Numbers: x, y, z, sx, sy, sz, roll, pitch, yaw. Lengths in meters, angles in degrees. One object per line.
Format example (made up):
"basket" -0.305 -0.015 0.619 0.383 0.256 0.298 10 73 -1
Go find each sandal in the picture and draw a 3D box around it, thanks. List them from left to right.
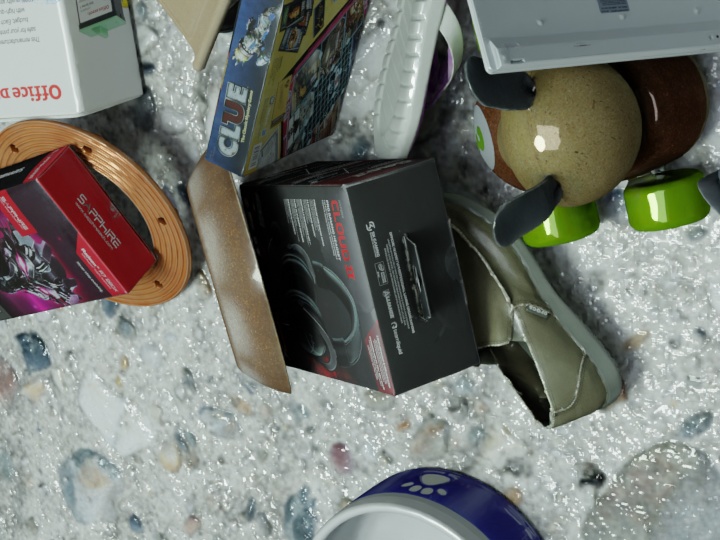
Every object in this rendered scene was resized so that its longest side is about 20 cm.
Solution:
"sandal" 0.052 -0.161 0.952 0.050 0.083 0.203 6 117 -14

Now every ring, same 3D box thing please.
"ring" -0.227 -0.049 1.154 0.200 0.019 0.201 19 139 18

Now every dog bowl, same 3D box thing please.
"dog bowl" 0.055 0.261 1.077 0.199 0.079 0.201 11 111 29

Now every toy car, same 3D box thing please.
"toy car" 0.115 -0.086 0.846 0.157 0.200 0.165 -8 101 34

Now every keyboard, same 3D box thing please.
"keyboard" 0.150 -0.151 0.808 0.011 0.199 0.057 -38 65 58

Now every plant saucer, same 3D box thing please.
"plant saucer" -0.095 0.001 1.028 0.037 0.200 0.201 -16 99 -6

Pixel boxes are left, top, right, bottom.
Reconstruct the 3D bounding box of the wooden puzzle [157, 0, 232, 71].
"wooden puzzle" -0.135 -0.260 0.938 0.200 0.037 0.185 58 155 7

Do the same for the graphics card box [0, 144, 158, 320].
"graphics card box" -0.280 -0.027 1.160 0.199 0.051 0.126 -9 126 42

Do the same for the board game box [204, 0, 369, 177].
"board game box" -0.040 -0.176 0.956 0.035 0.135 0.201 26 118 19

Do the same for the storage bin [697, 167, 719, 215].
"storage bin" 0.296 -0.062 0.750 0.145 0.200 0.135 41 114 15

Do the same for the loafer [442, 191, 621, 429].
"loafer" 0.098 0.029 0.963 0.200 0.070 0.075 48 154 10

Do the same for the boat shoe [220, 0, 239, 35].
"boat shoe" -0.074 -0.253 0.992 0.072 0.071 0.200 37 122 18

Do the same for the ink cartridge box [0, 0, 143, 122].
"ink cartridge box" -0.272 -0.229 1.120 0.144 0.084 0.201 2 107 33

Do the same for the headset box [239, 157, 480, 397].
"headset box" 0.000 0.000 0.976 0.200 0.077 0.149 9 115 63
